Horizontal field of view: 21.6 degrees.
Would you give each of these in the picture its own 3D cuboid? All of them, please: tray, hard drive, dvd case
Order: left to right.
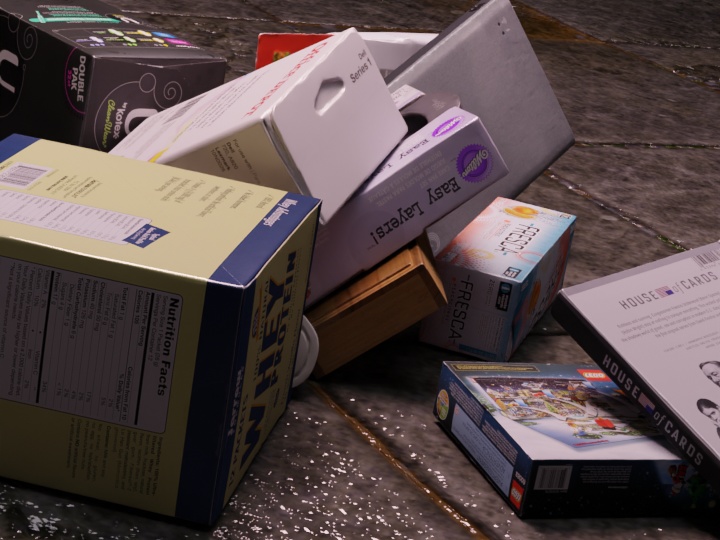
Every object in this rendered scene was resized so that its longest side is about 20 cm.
[{"bbox_3d":[0.000,0.000,1.298,0.098,0.037,0.200,-30,18,7],"label":"tray"},{"bbox_3d":[0.076,-0.107,1.478,0.033,0.140,0.200,-6,28,50],"label":"hard drive"},{"bbox_3d":[0.230,0.067,1.144,0.149,0.025,0.200,-14,49,-36],"label":"dvd case"}]

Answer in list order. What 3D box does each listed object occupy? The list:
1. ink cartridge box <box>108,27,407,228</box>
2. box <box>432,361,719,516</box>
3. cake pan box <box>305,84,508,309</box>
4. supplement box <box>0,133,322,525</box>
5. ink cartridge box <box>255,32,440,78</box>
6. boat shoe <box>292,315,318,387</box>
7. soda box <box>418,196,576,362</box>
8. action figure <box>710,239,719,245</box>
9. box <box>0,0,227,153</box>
[{"bbox_3d":[-0.087,-0.068,1.261,0.199,0.084,0.145,-19,20,35],"label":"ink cartridge box"},{"bbox_3d":[0.161,0.102,1.158,0.198,0.038,0.137,3,20,-22],"label":"box"},{"bbox_3d":[-0.007,-0.050,1.305,0.199,0.053,0.184,-33,20,-4],"label":"cake pan box"},{"bbox_3d":[-0.144,0.025,1.069,0.198,0.136,0.200,12,18,7],"label":"supplement box"},{"bbox_3d":[0.004,-0.108,1.505,0.199,0.164,0.050,-6,19,-39],"label":"ink cartridge box"},{"bbox_3d":[-0.118,0.022,1.205,0.198,0.075,0.060,17,0,6],"label":"boat shoe"},{"bbox_3d":[0.103,0.004,1.384,0.068,0.064,0.200,15,19,14],"label":"soda box"},{"bbox_3d":[0.256,0.038,1.284,0.199,0.103,0.119,23,-21,24],"label":"action figure"},{"bbox_3d":[-0.213,-0.118,1.443,0.123,0.150,0.199,-4,23,-40],"label":"box"}]
